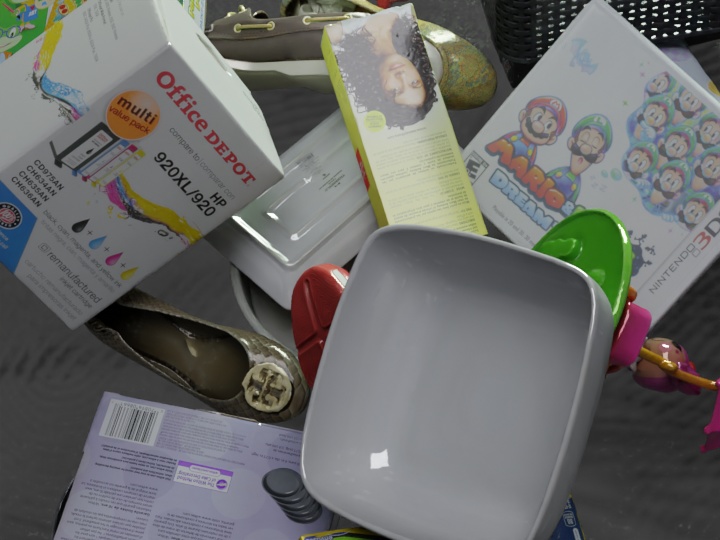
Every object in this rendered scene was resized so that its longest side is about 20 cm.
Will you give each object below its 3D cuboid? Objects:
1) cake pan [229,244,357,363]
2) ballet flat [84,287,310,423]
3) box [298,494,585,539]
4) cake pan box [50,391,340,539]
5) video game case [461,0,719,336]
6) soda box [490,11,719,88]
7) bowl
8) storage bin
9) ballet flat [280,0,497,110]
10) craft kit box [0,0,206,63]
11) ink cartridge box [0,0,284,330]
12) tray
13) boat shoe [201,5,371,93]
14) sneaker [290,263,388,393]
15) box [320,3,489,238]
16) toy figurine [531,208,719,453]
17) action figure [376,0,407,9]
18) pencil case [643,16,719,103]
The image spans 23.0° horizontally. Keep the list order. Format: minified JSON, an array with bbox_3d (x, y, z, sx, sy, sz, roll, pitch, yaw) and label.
[{"bbox_3d":[0.000,0.000,1.361,0.199,0.037,0.201,0,59,1],"label":"cake pan"},{"bbox_3d":[-0.129,0.058,1.309,0.199,0.046,0.068,26,97,18],"label":"ballet flat"},{"bbox_3d":[0.052,0.204,1.188,0.199,0.070,0.065,-6,66,-20],"label":"box"},{"bbox_3d":[-0.120,0.190,1.239,0.199,0.052,0.185,10,57,7],"label":"cake pan box"},{"bbox_3d":[0.191,-0.073,1.333,0.200,0.024,0.182,44,105,12],"label":"video game case"},{"bbox_3d":[0.211,-0.216,1.470,0.199,0.071,0.064,-14,56,-7],"label":"soda box"},{"bbox_3d":[0.068,0.081,1.142,0.199,0.075,0.201,15,86,37],"label":"bowl"},{"bbox_3d":[0.194,-0.252,1.393,0.199,0.094,0.136,-10,49,-2],"label":"storage bin"},{"bbox_3d":[0.016,-0.182,1.451,0.200,0.071,0.071,31,64,22],"label":"ballet flat"},{"bbox_3d":[-0.220,-0.212,1.451,0.199,0.049,0.198,-13,53,18],"label":"craft kit box"},{"bbox_3d":[-0.184,-0.092,1.295,0.200,0.147,0.145,-35,36,8],"label":"ink cartridge box"},{"bbox_3d":[-0.022,-0.066,1.366,0.107,0.022,0.200,39,66,22],"label":"tray"},{"bbox_3d":[-0.080,-0.181,1.428,0.199,0.072,0.060,5,81,27],"label":"boat shoe"},{"bbox_3d":[0.035,0.076,1.273,0.115,0.078,0.201,-26,89,-48],"label":"sneaker"},{"bbox_3d":[0.033,-0.095,1.331,0.075,0.050,0.201,-17,80,-9],"label":"box"},{"bbox_3d":[0.195,0.061,1.263,0.184,0.200,0.151,26,81,-24],"label":"toy figurine"},{"bbox_3d":[0.048,-0.288,1.531,0.065,0.052,0.201,16,65,17],"label":"action figure"},{"bbox_3d":[0.251,-0.108,1.398,0.090,0.083,0.201,-28,61,1],"label":"pencil case"}]
